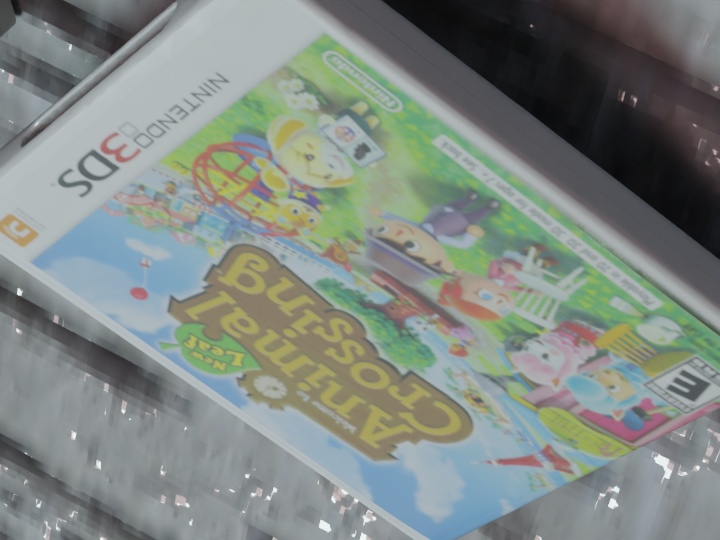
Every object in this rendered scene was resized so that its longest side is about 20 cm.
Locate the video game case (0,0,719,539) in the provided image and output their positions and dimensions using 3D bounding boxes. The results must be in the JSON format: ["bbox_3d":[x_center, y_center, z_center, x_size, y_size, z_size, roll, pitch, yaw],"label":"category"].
[{"bbox_3d":[0.000,0.000,0.861,0.200,0.022,0.182,36,142,-18],"label":"video game case"}]

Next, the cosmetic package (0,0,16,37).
[{"bbox_3d":[-0.205,-0.064,0.864,0.108,0.200,0.085,6,128,26],"label":"cosmetic package"}]
